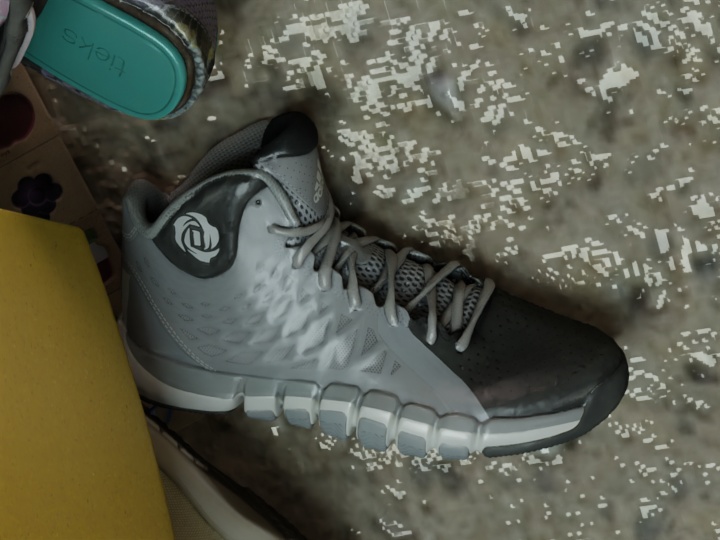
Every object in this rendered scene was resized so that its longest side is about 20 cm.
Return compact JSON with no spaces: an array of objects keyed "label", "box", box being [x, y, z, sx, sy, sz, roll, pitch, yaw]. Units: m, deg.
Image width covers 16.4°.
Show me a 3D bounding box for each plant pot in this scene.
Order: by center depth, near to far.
[{"label":"plant pot","box":[-0.179,0.068,0.841,0.199,0.200,0.178,-2,83,21]}]

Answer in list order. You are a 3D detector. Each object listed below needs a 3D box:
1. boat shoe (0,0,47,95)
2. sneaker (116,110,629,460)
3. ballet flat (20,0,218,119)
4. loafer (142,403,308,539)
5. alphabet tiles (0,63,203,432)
[{"label":"boat shoe","box":[-0.155,-0.068,0.845,0.067,0.057,0.200,34,134,-11]},{"label":"sneaker","box":[0.000,0.000,0.920,0.198,0.075,0.116,4,119,11]},{"label":"ballet flat","box":[-0.139,-0.119,0.880,0.199,0.072,0.072,27,122,-4]},{"label":"loafer","box":[-0.086,0.095,0.968,0.200,0.076,0.068,42,87,-26]},{"label":"alphabet tiles","box":[-0.181,0.037,0.962,0.199,0.008,0.168,-29,115,-7]}]
